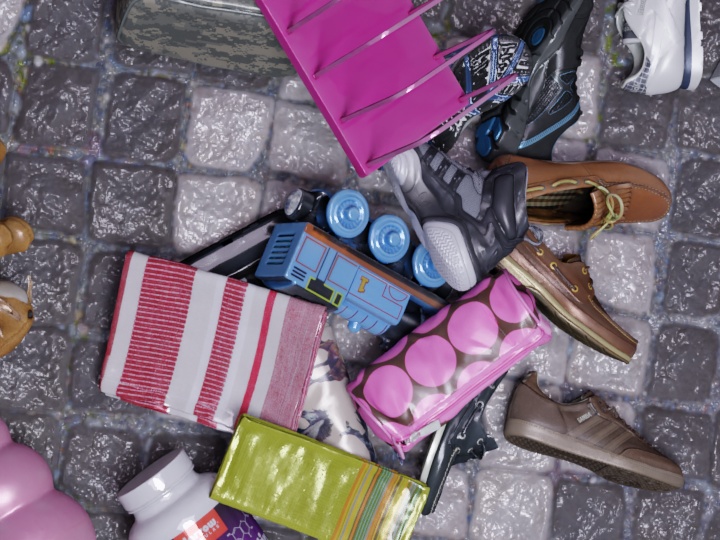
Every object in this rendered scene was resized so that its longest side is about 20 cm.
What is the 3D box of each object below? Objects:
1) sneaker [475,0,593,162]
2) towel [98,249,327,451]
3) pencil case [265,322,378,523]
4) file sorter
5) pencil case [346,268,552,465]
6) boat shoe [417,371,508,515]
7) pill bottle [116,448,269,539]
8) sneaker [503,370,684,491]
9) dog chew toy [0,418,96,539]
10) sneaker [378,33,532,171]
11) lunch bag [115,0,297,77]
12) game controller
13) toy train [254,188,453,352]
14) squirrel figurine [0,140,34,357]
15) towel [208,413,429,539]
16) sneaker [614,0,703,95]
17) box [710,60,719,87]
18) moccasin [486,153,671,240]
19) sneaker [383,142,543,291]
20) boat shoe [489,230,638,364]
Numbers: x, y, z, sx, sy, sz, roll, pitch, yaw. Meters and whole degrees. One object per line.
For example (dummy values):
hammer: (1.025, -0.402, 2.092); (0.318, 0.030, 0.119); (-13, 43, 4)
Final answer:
sneaker: (0.186, -0.189, 1.750); (0.081, 0.073, 0.201); (25, 92, -26)
towel: (-0.141, 0.075, 1.652); (0.198, 0.023, 0.145); (16, 103, 7)
pencil case: (-0.038, 0.155, 1.699); (0.089, 0.078, 0.202); (-19, 95, 15)
file sorter: (0.026, -0.213, 1.559); (0.139, 0.125, 0.201); (-36, 99, -29)
pencil case: (0.089, 0.088, 1.663); (0.200, 0.094, 0.091); (-40, 125, -3)
boat shoe: (0.108, 0.152, 1.728); (0.066, 0.075, 0.201); (20, 78, 3)
pill bottle: (-0.142, 0.271, 1.663); (0.112, 0.112, 0.201); (-35, 97, -8)
sneaker: (0.240, 0.160, 1.756); (0.199, 0.070, 0.076); (21, 72, -16)
dog chew toy: (-0.330, 0.217, 1.629); (0.124, 0.125, 0.201); (-31, 88, -9)
sneaker: (0.082, -0.163, 1.719); (0.199, 0.077, 0.076); (-30, 103, 13)
lunch bag: (-0.130, -0.292, 1.654); (0.198, 0.139, 0.169); (8, 71, -12)
game controller: (-0.123, 0.023, 1.708); (0.199, 0.042, 0.105); (-28, 110, -9)
toy train: (0.000, 0.000, 1.684); (0.199, 0.086, 0.115); (30, 78, -27)
squirrel figurine: (-0.394, 0.002, 1.621); (0.198, 0.142, 0.188); (-17, 104, 4)
towel: (-0.036, 0.206, 1.644); (0.199, 0.018, 0.087); (23, 84, -17)
sneaker: (0.294, -0.277, 1.762); (0.080, 0.076, 0.202); (-4, 90, -1)
box: (0.455, -0.256, 1.762); (0.097, 0.124, 0.201); (30, 86, -10)
moccasin: (0.218, -0.069, 1.727); (0.200, 0.074, 0.078); (8, 44, -29)
sneaker: (0.093, -0.085, 1.650); (0.113, 0.076, 0.201); (-25, 69, -7)
boat shoe: (0.202, 0.015, 1.745); (0.200, 0.072, 0.068); (39, 86, -6)
